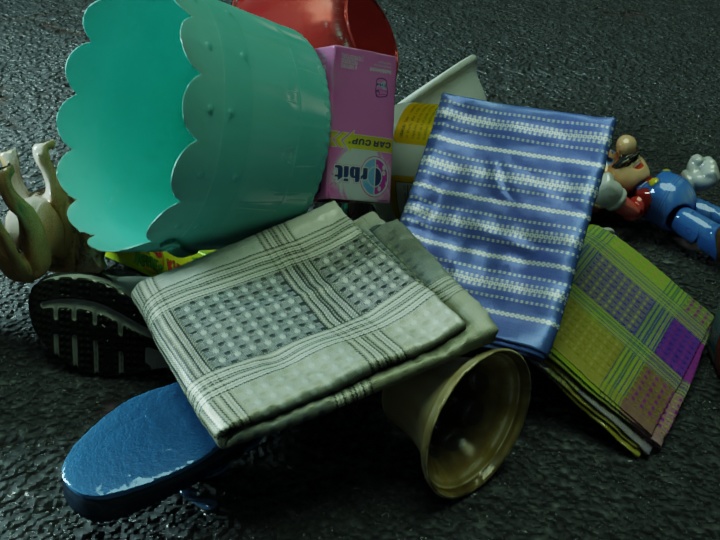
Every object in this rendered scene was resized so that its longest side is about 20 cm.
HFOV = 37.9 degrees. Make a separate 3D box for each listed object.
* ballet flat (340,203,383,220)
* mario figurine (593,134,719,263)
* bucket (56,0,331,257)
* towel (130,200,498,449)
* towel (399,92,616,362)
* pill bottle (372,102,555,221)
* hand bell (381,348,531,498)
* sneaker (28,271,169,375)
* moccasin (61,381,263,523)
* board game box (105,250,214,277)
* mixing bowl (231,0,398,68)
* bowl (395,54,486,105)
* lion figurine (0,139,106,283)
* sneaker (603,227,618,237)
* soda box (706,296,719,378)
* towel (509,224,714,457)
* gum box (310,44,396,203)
[{"bbox_3d":[0.000,0.000,0.890,0.071,0.073,0.201,7,30,5],"label":"ballet flat"},{"bbox_3d":[0.293,-0.088,1.035,0.198,0.107,0.123,27,1,22],"label":"mario figurine"},{"bbox_3d":[-0.127,-0.108,0.789,0.134,0.209,0.207,6,21,-41],"label":"bucket"},{"bbox_3d":[-0.036,0.022,0.695,0.198,0.035,0.193,-20,33,-18],"label":"towel"},{"bbox_3d":[0.096,-0.039,0.778,0.143,0.024,0.202,12,70,23],"label":"towel"},{"bbox_3d":[0.076,-0.086,0.881,0.198,0.106,0.104,8,28,22],"label":"pill bottle"},{"bbox_3d":[0.011,0.064,0.737,0.103,0.105,0.199,-21,35,-38],"label":"hand bell"},{"bbox_3d":[-0.154,0.039,0.806,0.197,0.075,0.080,11,18,0],"label":"sneaker"},{"bbox_3d":[-0.098,0.111,0.674,0.080,0.069,0.199,34,41,31],"label":"moccasin"},{"bbox_3d":[-0.143,-0.027,0.935,0.198,0.048,0.101,22,34,29],"label":"board game box"},{"bbox_3d":[-0.031,-0.219,1.070,0.107,0.202,0.200,-17,17,30],"label":"mixing bowl"},{"bbox_3d":[0.055,-0.118,1.041,0.200,0.091,0.201,-34,3,2],"label":"bowl"},{"bbox_3d":[-0.257,-0.031,0.827,0.072,0.124,0.200,-11,16,11],"label":"lion figurine"},{"bbox_3d":[0.136,-0.002,0.916,0.199,0.076,0.086,-12,25,-42],"label":"sneaker"},{"bbox_3d":[0.317,0.088,0.770,0.067,0.064,0.201,4,28,-1],"label":"soda box"},{"bbox_3d":[0.197,0.044,0.817,0.143,0.023,0.200,40,40,7],"label":"towel"},{"bbox_3d":[-0.060,-0.115,0.870,0.066,0.115,0.199,1,2,-39],"label":"gum box"}]
